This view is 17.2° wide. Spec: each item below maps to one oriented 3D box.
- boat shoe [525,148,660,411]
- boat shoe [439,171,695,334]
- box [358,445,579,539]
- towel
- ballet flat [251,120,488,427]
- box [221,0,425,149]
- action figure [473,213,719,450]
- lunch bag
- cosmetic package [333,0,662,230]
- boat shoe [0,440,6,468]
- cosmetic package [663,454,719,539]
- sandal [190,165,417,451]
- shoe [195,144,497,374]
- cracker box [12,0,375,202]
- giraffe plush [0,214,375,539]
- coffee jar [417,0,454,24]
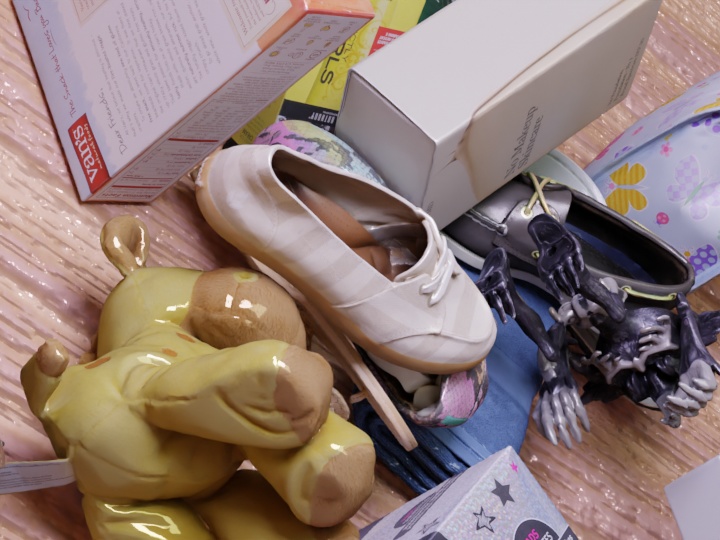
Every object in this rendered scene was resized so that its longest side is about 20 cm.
[{"bbox_3d":[0.146,0.007,1.534,0.201,0.075,0.060,61,-2,12],"label":"boat shoe"},{"bbox_3d":[0.112,-0.027,1.436,0.200,0.061,0.072,28,44,-21],"label":"boat shoe"},{"bbox_3d":[0.026,0.199,1.203,0.115,0.132,0.200,52,38,-5],"label":"box"},{"bbox_3d":[0.057,0.051,1.415,0.112,0.048,0.201,42,40,-15],"label":"towel"},{"bbox_3d":[0.000,0.000,1.305,0.201,0.069,0.071,57,15,8],"label":"ballet flat"},{"bbox_3d":[-0.009,-0.144,1.371,0.075,0.201,0.050,10,19,-35],"label":"box"},{"bbox_3d":[0.146,0.051,1.383,0.200,0.118,0.103,34,40,-41],"label":"action figure"},{"bbox_3d":[0.248,-0.067,1.581,0.127,0.200,0.169,52,37,-2],"label":"lunch bag"},{"bbox_3d":[0.078,-0.108,1.372,0.073,0.104,0.200,41,57,20],"label":"cosmetic package"},{"bbox_3d":[-0.203,0.083,1.105,0.068,0.072,0.202,26,57,-32],"label":"boat shoe"},{"bbox_3d":[0.273,0.210,1.409,0.150,0.052,0.201,5,58,-45],"label":"cosmetic package"},{"bbox_3d":[-0.052,0.035,1.310,0.212,0.069,0.078,55,-4,25],"label":"sandal"},{"bbox_3d":[0.004,-0.007,1.228,0.199,0.053,0.070,32,48,-31],"label":"shoe"},{"bbox_3d":[-0.094,-0.142,1.274,0.057,0.200,0.135,0,63,-48],"label":"cracker box"},{"bbox_3d":[-0.086,0.062,1.200,0.198,0.174,0.163,10,34,1],"label":"giraffe plush"},{"bbox_3d":[0.028,-0.137,1.474,0.199,0.105,0.086,27,21,-30],"label":"coffee jar"}]
